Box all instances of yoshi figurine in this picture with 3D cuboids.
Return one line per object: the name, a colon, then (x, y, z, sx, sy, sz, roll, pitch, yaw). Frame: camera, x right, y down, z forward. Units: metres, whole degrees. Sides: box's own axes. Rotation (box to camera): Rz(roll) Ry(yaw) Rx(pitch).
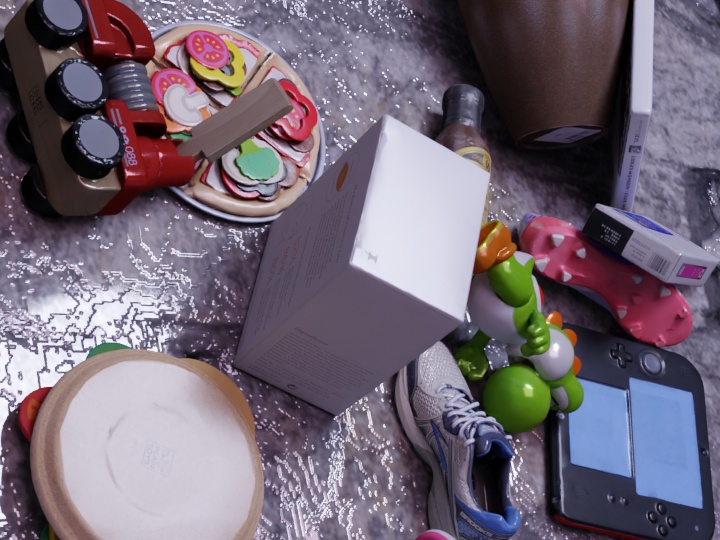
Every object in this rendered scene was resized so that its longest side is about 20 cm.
yoshi figurine: (0.124, 0.062, 1.500, 0.201, 0.111, 0.113, 56, 12, -22)

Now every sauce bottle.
sauce bottle: (0.089, -0.083, 1.595, 0.064, 0.065, 0.202, 21, 56, -24)

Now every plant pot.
plant pot: (0.186, -0.226, 1.683, 0.186, 0.186, 0.202, 0, 78, -34)

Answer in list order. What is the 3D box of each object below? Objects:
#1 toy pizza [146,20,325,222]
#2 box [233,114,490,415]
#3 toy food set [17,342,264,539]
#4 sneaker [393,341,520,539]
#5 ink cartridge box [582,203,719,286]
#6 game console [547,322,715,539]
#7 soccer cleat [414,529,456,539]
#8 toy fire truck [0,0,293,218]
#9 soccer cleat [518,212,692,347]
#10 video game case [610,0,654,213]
toy pizza: (-0.113, -0.136, 1.508, 0.199, 0.032, 0.202, 16, 57, -27)
box: (0.000, 0.000, 1.398, 0.106, 0.200, 0.153, 27, 53, -19)
toy food set: (-0.164, 0.148, 1.305, 0.197, 0.049, 0.202, 11, 60, -29)
sneaker: (0.093, 0.144, 1.458, 0.077, 0.085, 0.202, -2, 66, -35)
ink cartridge box: (0.285, -0.023, 1.656, 0.094, 0.037, 0.200, 33, 13, 21)
game console: (0.249, 0.155, 1.596, 0.176, 0.031, 0.202, 18, 56, -26)
soccer cleat: (0.101, 0.303, 1.398, 0.086, 0.070, 0.201, -9, 72, -54)
toy fire truck: (-0.177, -0.143, 1.411, 0.199, 0.128, 0.177, -3, 66, -41)
soccer cleat: (0.236, 0.005, 1.647, 0.199, 0.067, 0.077, 28, 19, -21)
video game case: (0.270, -0.178, 1.706, 0.023, 0.182, 0.201, 5, 57, 5)
